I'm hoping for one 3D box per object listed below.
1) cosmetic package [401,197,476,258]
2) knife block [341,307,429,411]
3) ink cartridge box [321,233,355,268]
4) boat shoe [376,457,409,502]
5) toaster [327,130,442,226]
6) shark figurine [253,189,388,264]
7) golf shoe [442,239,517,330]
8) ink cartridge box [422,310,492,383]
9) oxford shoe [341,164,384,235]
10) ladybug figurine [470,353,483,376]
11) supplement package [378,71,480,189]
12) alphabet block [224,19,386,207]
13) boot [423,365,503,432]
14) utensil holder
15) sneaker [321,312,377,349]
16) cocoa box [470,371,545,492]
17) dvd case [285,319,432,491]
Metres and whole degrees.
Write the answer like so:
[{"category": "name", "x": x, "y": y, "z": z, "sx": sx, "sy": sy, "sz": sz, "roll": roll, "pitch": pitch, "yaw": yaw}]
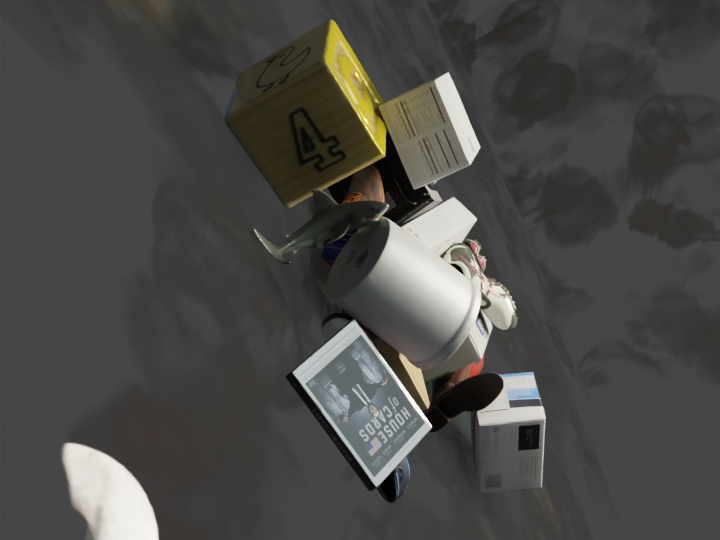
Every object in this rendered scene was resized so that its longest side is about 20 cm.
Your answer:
[{"category": "cosmetic package", "x": 0.135, "y": -0.059, "z": 1.846, "sx": 0.074, "sy": 0.102, "sz": 0.199, "roll": 43, "pitch": 42, "yaw": 16}, {"category": "knife block", "x": 0.036, "y": 0.138, "z": 1.626, "sx": 0.175, "sy": 0.063, "sz": 0.202, "roll": 38, "pitch": 33, "yaw": -53}, {"category": "ink cartridge box", "x": 0.000, "y": 0.000, "z": 1.655, "sx": 0.200, "sy": 0.094, "sz": 0.037, "roll": 49, "pitch": 62, "yaw": -42}, {"category": "boat shoe", "x": 0.025, "y": 0.254, "z": 1.419, "sx": 0.202, "sy": 0.083, "sz": 0.069, "roll": 59, "pitch": 23, "yaw": -12}, {"category": "toaster", "x": 0.039, "y": -0.158, "z": 1.831, "sx": 0.182, "sy": 0.199, "sz": 0.118, "roll": 58, "pitch": 20, "yaw": 8}, {"category": "shark figurine", "x": -0.073, "y": -0.080, "z": 1.503, "sx": 0.091, "sy": 0.212, "sz": 0.128, "roll": 69, "pitch": -16, "yaw": -5}, {"category": "golf shoe", "x": 0.228, "y": 0.040, "z": 1.856, "sx": 0.088, "sy": 0.077, "sz": 0.201, "roll": -32, "pitch": 88, "yaw": -39}, {"category": "ink cartridge box", "x": 0.172, "y": 0.135, "z": 1.873, "sx": 0.088, "sy": 0.144, "sz": 0.200, "roll": 62, "pitch": 19, "yaw": -4}, {"category": "oxford shoe", "x": -0.002, "y": -0.116, "z": 1.714, "sx": 0.073, "sy": 0.070, "sz": 0.203, "roll": 56, "pitch": 36, "yaw": -58}, {"category": "ladybug figurine", "x": 0.218, "y": 0.152, "z": 2.093, "sx": 0.202, "sy": 0.071, "sz": 0.135, "roll": 68, "pitch": 18, "yaw": 10}, {"category": "supplement package", "x": 0.127, "y": -0.252, "z": 1.685, "sx": 0.158, "sy": 0.110, "sz": 0.200, "roll": 66, "pitch": 18, "yaw": -9}, {"category": "alphabet block", "x": -0.085, "y": -0.262, "z": 1.588, "sx": 0.197, "sy": 0.198, "sz": 0.196, "roll": 53, "pitch": 21, "yaw": -29}, {"category": "boot", "x": 0.200, "y": 0.207, "z": 1.805, "sx": 0.065, "sy": 0.185, "sz": 0.200, "roll": 54, "pitch": 23, "yaw": -8}, {"category": "utensil holder", "x": 0.068, "y": 0.034, "z": 1.526, "sx": 0.199, "sy": 0.170, "sz": 0.171, "roll": 37, "pitch": 29, "yaw": -23}, {"category": "sneaker", "x": 0.002, "y": 0.168, "z": 1.485, "sx": 0.203, "sy": 0.067, "sz": 0.108, "roll": 60, "pitch": 16, "yaw": -24}, {"category": "cocoa box", "x": 0.287, "y": 0.318, "z": 1.868, "sx": 0.132, "sy": 0.131, "sz": 0.202, "roll": -93, "pitch": 178, "yaw": -52}, {"category": "dvd case", "x": 0.001, "y": 0.190, "z": 1.364, "sx": 0.201, "sy": 0.025, "sz": 0.150, "roll": 53, "pitch": 48, "yaw": -1}]
